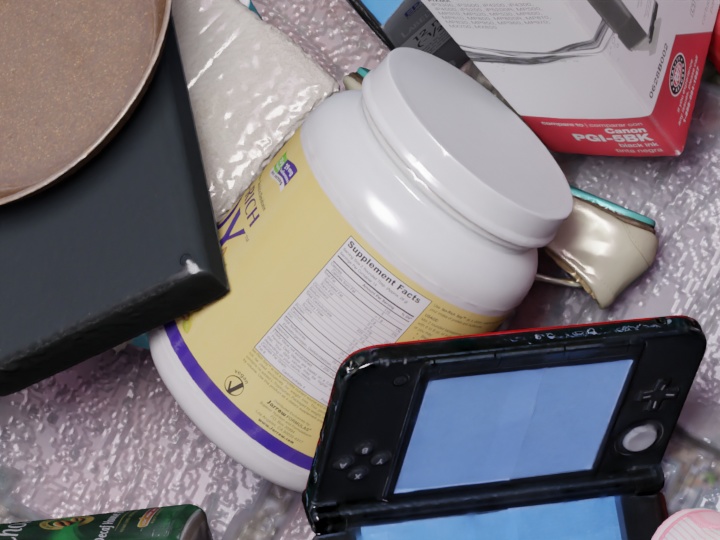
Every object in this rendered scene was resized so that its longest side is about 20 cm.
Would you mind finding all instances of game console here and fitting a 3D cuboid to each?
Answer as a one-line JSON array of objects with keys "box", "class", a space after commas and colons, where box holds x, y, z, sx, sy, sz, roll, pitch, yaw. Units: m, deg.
[{"box": [0.083, 0.126, 1.276, 0.199, 0.173, 0.119, -5, 47, -20], "class": "game console"}]

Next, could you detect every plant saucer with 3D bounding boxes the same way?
[{"box": [-0.177, -0.114, 1.333, 0.199, 0.037, 0.202, -12, 61, 23], "class": "plant saucer"}]

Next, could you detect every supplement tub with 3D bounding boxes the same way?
[{"box": [0.000, 0.000, 1.311, 0.146, 0.145, 0.200, 48, 113, 17], "class": "supplement tub"}]

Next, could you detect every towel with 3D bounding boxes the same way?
[{"box": [-0.117, -0.065, 1.385, 0.132, 0.034, 0.200, 42, 88, 17], "class": "towel"}]

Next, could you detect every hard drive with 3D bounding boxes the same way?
[{"box": [-0.150, -0.049, 1.327, 0.139, 0.033, 0.201, -24, 56, 16], "class": "hard drive"}]

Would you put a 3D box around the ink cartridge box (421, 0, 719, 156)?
[{"box": [0.109, -0.167, 1.291, 0.082, 0.200, 0.148, 5, 69, 31], "class": "ink cartridge box"}]

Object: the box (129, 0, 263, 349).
[{"box": [-0.122, -0.062, 1.429, 0.082, 0.049, 0.201, 14, 79, 14], "class": "box"}]

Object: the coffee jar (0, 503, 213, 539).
[{"box": [-0.178, 0.177, 1.348, 0.198, 0.104, 0.086, -6, 100, 8], "class": "coffee jar"}]

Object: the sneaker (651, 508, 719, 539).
[{"box": [0.231, 0.194, 1.251, 0.200, 0.105, 0.075, 40, 85, -4], "class": "sneaker"}]

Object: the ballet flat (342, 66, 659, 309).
[{"box": [0.065, -0.041, 1.387, 0.199, 0.069, 0.070, 29, 82, 16], "class": "ballet flat"}]

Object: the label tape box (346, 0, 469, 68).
[{"box": [-0.004, -0.189, 1.362, 0.066, 0.200, 0.143, -41, 73, 4], "class": "label tape box"}]

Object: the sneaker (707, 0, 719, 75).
[{"box": [0.222, -0.052, 1.352, 0.115, 0.078, 0.200, -43, 72, -4], "class": "sneaker"}]
